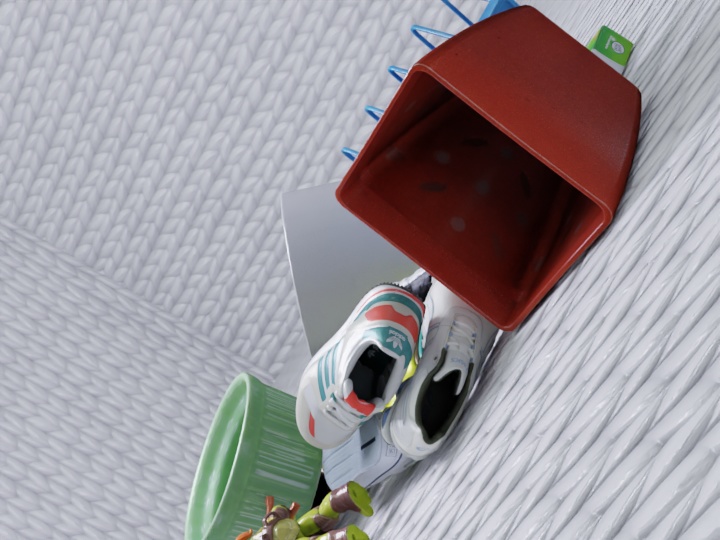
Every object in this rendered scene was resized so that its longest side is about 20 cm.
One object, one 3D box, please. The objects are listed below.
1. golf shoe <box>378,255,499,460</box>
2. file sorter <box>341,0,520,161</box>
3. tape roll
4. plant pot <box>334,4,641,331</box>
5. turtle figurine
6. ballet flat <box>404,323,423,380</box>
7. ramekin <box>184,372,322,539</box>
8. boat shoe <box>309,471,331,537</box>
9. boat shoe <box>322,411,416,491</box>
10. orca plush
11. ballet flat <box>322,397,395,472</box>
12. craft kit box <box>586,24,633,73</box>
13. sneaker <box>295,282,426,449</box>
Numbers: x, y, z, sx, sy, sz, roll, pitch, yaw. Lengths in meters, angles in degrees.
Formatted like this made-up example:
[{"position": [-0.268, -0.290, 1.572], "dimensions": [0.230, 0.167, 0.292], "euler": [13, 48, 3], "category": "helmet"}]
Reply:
[{"position": [0.087, 0.074, 1.413], "dimensions": [0.097, 0.078, 0.201], "euler": [164, 127, -76], "category": "golf shoe"}, {"position": [0.094, -0.160, 1.557], "dimensions": [0.122, 0.138, 0.201], "euler": [26, 84, 49], "category": "file sorter"}, {"position": [0.000, 0.000, 1.735], "dimensions": [0.203, 0.138, 0.205], "euler": [-11, -90, -88], "category": "tape roll"}, {"position": [0.129, -0.108, 1.373], "dimensions": [0.176, 0.199, 0.200], "euler": [-51, -2, -38], "category": "plant pot"}, {"position": [-0.067, 0.254, 1.517], "dimensions": [0.160, 0.065, 0.200], "euler": [-27, 23, 23], "category": "turtle figurine"}, {"position": [0.069, 0.066, 1.578], "dimensions": [0.067, 0.067, 0.200], "euler": [-56, 8, 32], "category": "ballet flat"}, {"position": [-0.111, 0.220, 1.719], "dimensions": [0.200, 0.097, 0.202], "euler": [-161, 90, -76], "category": "ramekin"}, {"position": [-0.057, 0.265, 1.824], "dimensions": [0.200, 0.070, 0.071], "euler": [-99, 32, -71], "category": "boat shoe"}, {"position": [0.018, 0.178, 1.542], "dimensions": [0.200, 0.066, 0.074], "euler": [151, 117, -69], "category": "boat shoe"}, {"position": [0.092, 0.016, 1.493], "dimensions": [0.199, 0.072, 0.105], "euler": [-21, -26, 9], "category": "orca plush"}, {"position": [0.014, 0.178, 1.652], "dimensions": [0.200, 0.066, 0.067], "euler": [-55, 34, 40], "category": "ballet flat"}, {"position": [0.195, -0.124, 1.645], "dimensions": [0.200, 0.048, 0.198], "euler": [-56, 8, 49], "category": "craft kit box"}, {"position": [-0.010, 0.105, 1.426], "dimensions": [0.200, 0.070, 0.094], "euler": [-56, 11, 35], "category": "sneaker"}]
